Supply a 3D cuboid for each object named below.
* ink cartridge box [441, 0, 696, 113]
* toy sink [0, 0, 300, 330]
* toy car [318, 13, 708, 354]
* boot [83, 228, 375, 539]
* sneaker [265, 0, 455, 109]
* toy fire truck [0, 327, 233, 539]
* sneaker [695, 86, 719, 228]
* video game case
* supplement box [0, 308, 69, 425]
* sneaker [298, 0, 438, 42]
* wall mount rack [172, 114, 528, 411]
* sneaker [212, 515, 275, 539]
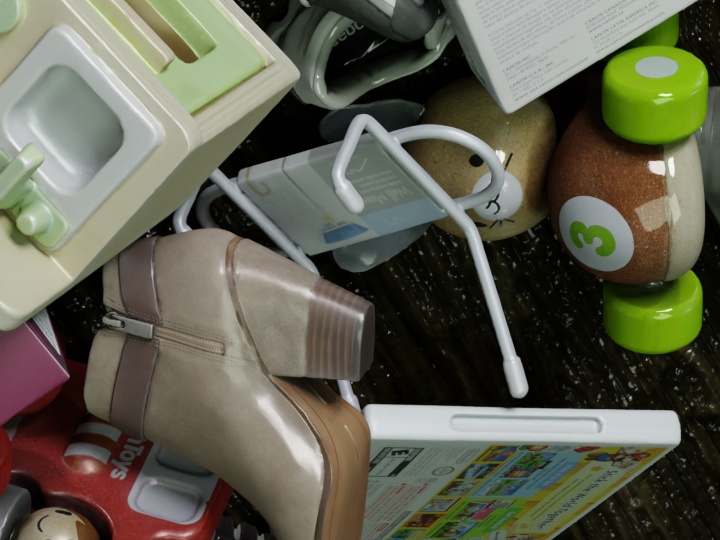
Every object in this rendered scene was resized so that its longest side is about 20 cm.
[{"bbox_3d":[0.101,-0.194,1.140,0.161,0.050,0.200,-31,131,-4],"label":"ink cartridge box"},{"bbox_3d":[-0.134,-0.082,1.094,0.130,0.200,0.112,46,118,1],"label":"toy sink"},{"bbox_3d":[0.080,-0.052,1.269,0.199,0.158,0.165,-5,125,-1],"label":"toy car"},{"bbox_3d":[-0.070,0.078,1.204,0.146,0.070,0.201,9,101,14],"label":"boot"},{"bbox_3d":[0.042,-0.154,1.234,0.200,0.089,0.074,-44,118,5],"label":"sneaker"},{"bbox_3d":[-0.155,0.119,1.236,0.167,0.200,0.112,13,128,7],"label":"toy fire truck"},{"bbox_3d":[0.267,-0.033,1.332,0.114,0.076,0.200,-4,140,29],"label":"sneaker"},{"bbox_3d":[0.060,0.118,1.336,0.181,0.023,0.200,2,157,-18],"label":"video game case"},{"bbox_3d":[-0.225,0.010,1.167,0.110,0.200,0.086,-34,120,1],"label":"supplement box"},{"bbox_3d":[-0.062,-0.159,1.190,0.200,0.075,0.116,42,113,4],"label":"sneaker"},{"bbox_3d":[0.000,0.000,1.245,0.199,0.075,0.174,-14,133,39],"label":"wall mount rack"},{"bbox_3d":[-0.113,0.200,1.368,0.199,0.076,0.116,25,114,-8],"label":"sneaker"}]
